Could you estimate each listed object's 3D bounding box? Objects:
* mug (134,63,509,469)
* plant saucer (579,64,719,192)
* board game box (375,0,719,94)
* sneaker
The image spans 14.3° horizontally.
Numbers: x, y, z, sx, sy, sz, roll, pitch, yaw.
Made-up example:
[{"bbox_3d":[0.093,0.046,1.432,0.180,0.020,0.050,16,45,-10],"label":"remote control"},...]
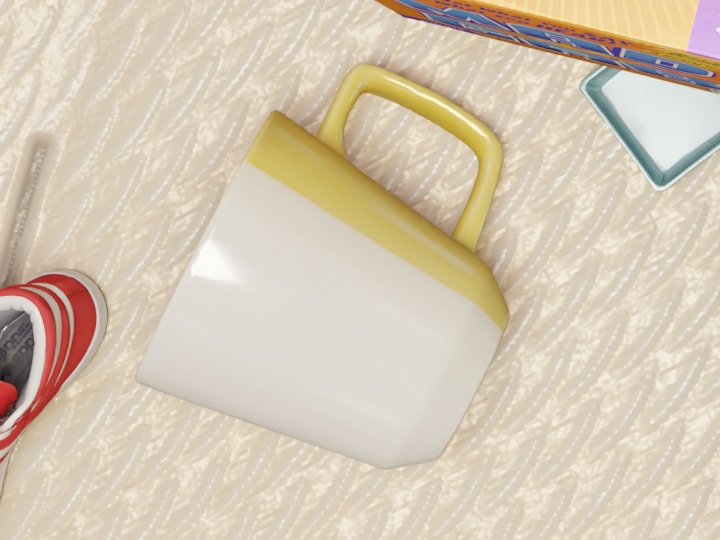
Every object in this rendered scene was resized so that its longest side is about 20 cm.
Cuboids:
[{"bbox_3d":[-0.003,0.006,1.413,0.153,0.149,0.187,28,103,-1],"label":"mug"},{"bbox_3d":[0.208,-0.126,1.432,0.200,0.019,0.070,-38,86,10],"label":"plant saucer"},{"bbox_3d":[0.118,-0.203,1.342,0.199,0.200,0.201,15,92,12],"label":"board game box"},{"bbox_3d":[-0.209,0.086,1.460,0.071,0.112,0.201,34,97,7],"label":"sneaker"}]
